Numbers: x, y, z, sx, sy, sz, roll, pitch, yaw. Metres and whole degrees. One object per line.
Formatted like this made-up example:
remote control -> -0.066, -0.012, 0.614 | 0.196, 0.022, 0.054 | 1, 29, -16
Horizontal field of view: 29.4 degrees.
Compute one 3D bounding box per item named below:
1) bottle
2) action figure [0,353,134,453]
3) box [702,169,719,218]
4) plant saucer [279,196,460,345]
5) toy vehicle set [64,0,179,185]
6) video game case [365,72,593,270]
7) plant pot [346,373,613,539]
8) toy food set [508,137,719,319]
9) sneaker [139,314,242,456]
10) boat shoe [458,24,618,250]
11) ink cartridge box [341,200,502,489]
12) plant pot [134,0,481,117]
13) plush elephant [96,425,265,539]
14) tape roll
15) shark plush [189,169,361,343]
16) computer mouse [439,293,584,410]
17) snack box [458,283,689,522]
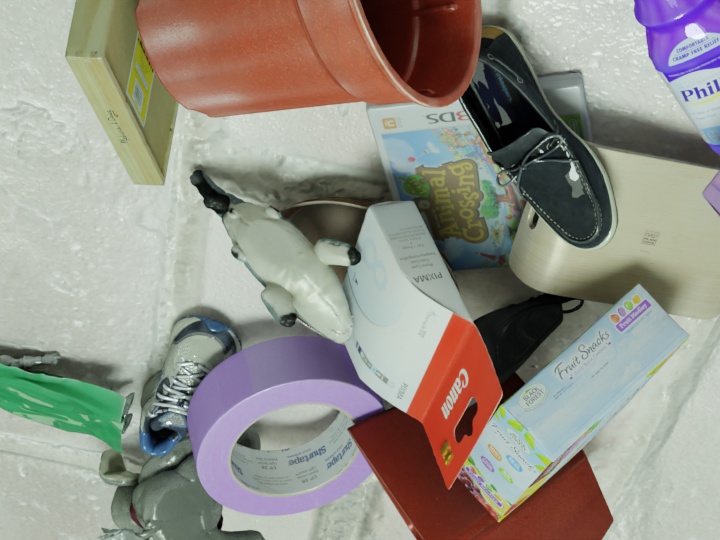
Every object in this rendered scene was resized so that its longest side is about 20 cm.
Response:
bottle -> 0.260, -0.172, 1.032 | 0.083, 0.065, 0.200 | -23, 127, 29
action figure -> -0.344, 0.127, 1.478 | 0.199, 0.055, 0.118 | 19, 138, 1
box -> 0.378, -0.105, 0.991 | 0.176, 0.097, 0.200 | -19, 151, -36
plant saucer -> 0.000, 0.000, 1.273 | 0.199, 0.032, 0.201 | 13, 140, 11
toy vehicle set -> -0.173, -0.163, 1.042 | 0.026, 0.125, 0.200 | 4, 158, 7
video game case -> 0.115, -0.078, 1.193 | 0.181, 0.022, 0.200 | -4, 135, 16
plant pot -> 0.133, 0.222, 1.362 | 0.176, 0.200, 0.200 | -33, 133, -5
toy food set -> 0.239, -0.044, 1.163 | 0.199, 0.060, 0.144 | 9, 122, -10
sneaker -> -0.180, 0.127, 1.421 | 0.077, 0.085, 0.200 | 21, 135, -10
boat shoe -> 0.133, -0.098, 1.082 | 0.074, 0.062, 0.200 | -27, 98, 37
ink cartridge box -> 0.042, 0.067, 1.164 | 0.047, 0.200, 0.160 | -9, 146, -22
plant pot -> -0.044, -0.200, 0.989 | 0.195, 0.201, 0.201 | -7, 134, 30
plush elephant -> -0.213, 0.263, 1.533 | 0.199, 0.155, 0.165 | -15, 100, -24
tape roll -> -0.073, 0.161, 1.398 | 0.199, 0.066, 0.201 | -9, 133, -10
shark plush -> -0.087, -0.010, 1.213 | 0.200, 0.091, 0.083 | 32, 168, 14
computer mouse -> 0.123, 0.058, 1.233 | 0.138, 0.200, 0.053 | -35, 92, 39
snack box -> 0.177, 0.118, 1.181 | 0.068, 0.169, 0.200 | 47, 158, 12
